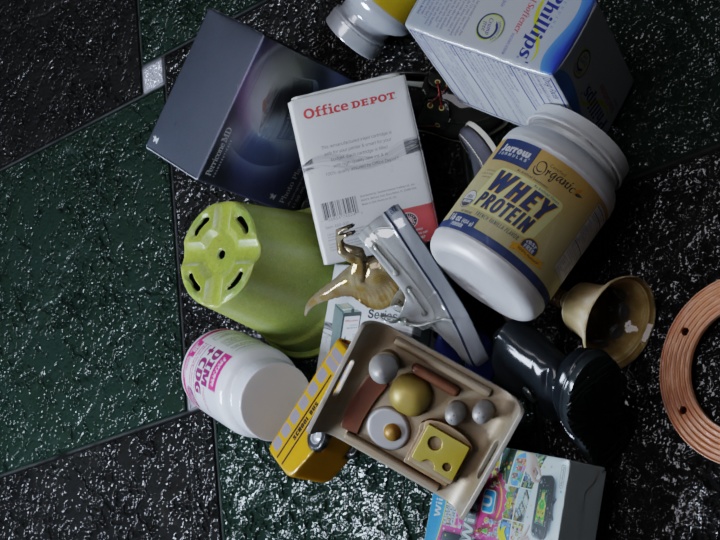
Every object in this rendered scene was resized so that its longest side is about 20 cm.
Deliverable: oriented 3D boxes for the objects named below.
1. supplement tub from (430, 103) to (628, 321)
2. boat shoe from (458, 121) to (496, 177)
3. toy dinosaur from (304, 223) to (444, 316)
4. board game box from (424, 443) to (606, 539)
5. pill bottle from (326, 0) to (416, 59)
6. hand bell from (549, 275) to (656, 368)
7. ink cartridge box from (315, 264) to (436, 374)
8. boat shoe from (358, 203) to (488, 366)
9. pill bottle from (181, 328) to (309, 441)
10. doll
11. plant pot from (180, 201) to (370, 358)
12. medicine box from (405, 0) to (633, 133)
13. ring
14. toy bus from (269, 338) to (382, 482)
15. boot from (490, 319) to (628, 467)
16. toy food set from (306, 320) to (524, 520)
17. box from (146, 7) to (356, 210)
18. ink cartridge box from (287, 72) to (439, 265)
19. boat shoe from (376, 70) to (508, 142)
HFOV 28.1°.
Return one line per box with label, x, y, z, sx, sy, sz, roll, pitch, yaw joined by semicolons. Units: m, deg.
supplement tub;0.184;-0.063;1.544;0.144;0.145;0.201;27;75;40
boat shoe;0.153;-0.087;1.670;0.062;0.073;0.201;-29;63;2
toy dinosaur;0.000;0.000;1.645;0.198;0.058;0.102;-15;101;23
board game box;0.163;0.268;1.558;0.199;0.064;0.149;3;80;52
pill bottle;0.048;-0.369;1.812;0.200;0.112;0.112;-49;53;18
hand bell;0.223;0.030;1.600;0.199;0.103;0.105;26;95;53
ink cartridge box;0.027;0.098;1.722;0.145;0.084;0.203;3;80;41
boat shoe;0.060;0.033;1.586;0.086;0.075;0.203;-32;103;4
pill bottle;-0.141;0.143;1.787;0.200;0.112;0.115;16;88;64
doll;0.113;0.061;1.653;0.048;0.135;0.203;155;118;-77
plant pot;-0.119;-0.004;1.804;0.199;0.183;0.203;-12;71;37
medicine box;0.179;-0.242;1.600;0.199;0.182;0.104;25;80;31
ring;0.398;0.101;1.465;0.199;0.019;0.203;-12;70;37
toy bus;-0.020;0.151;1.648;0.201;0.065;0.078;-58;44;15
boot;0.199;0.107;1.519;0.076;0.201;0.168;-40;54;-10
toy food set;0.058;0.162;1.551;0.199;0.060;0.145;29;105;7
box;-0.138;-0.201;1.862;0.123;0.197;0.202;31;99;39
ink cartridge box;0.006;-0.120;1.724;0.145;0.083;0.202;-12;90;2
boat shoe;0.095;-0.204;1.765;0.200;0.063;0.075;11;82;39
